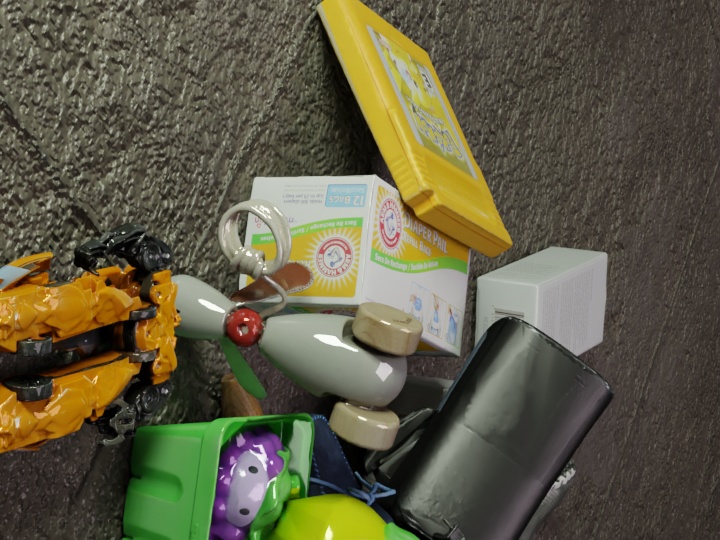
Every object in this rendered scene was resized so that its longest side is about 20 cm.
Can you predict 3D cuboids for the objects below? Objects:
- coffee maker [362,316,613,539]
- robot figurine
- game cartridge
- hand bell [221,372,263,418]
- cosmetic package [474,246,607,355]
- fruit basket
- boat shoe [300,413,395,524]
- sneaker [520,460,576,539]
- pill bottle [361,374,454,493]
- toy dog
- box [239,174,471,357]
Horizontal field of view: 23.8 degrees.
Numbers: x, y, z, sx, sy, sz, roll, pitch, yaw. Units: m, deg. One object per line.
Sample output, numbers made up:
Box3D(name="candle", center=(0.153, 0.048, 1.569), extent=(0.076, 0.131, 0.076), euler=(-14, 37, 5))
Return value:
Box3D(name="coffee maker", center=(0.115, 0.152, 1.397), extent=(0.135, 0.192, 0.201), euler=(41, 74, -23))
Box3D(name="robot figurine", center=(-0.186, 0.046, 1.099), extent=(0.200, 0.058, 0.146), euler=(-17, 112, -59))
Box3D(name="game cartridge", center=(0.048, -0.117, 1.406), extent=(0.176, 0.032, 0.201), euler=(24, 38, -62))
Box3D(name="hand bell", center=(-0.075, 0.175, 1.339), extent=(0.104, 0.103, 0.202), euler=(-39, 119, -52))
Box3D(name="cosmetic package", center=(0.191, 0.042, 1.795), extent=(0.200, 0.071, 0.102), euler=(-18, 113, -60))
Box3D(name="fruit basket", center=(-0.062, 0.205, 1.226), extent=(0.155, 0.214, 0.218), euler=(5, 93, -62))
Box3D(name="boat shoe", center=(0.002, 0.201, 1.319), extent=(0.084, 0.068, 0.201), euler=(-29, 98, -59))
Box3D(name="sneaker", center=(0.169, 0.263, 1.827), extent=(0.200, 0.066, 0.091), euler=(-30, 126, -52))
Box3D(name="pill bottle", center=(0.057, 0.200, 1.539), extent=(0.114, 0.113, 0.202), euler=(3, 94, -62))
Box3D(name="toy dog", center=(-0.040, 0.047, 1.232), extent=(0.132, 0.200, 0.096), euler=(-50, 174, 11))
Box3D(name="box", center=(0.000, 0.000, 1.371), extent=(0.200, 0.112, 0.102), euler=(29, 65, -60))
